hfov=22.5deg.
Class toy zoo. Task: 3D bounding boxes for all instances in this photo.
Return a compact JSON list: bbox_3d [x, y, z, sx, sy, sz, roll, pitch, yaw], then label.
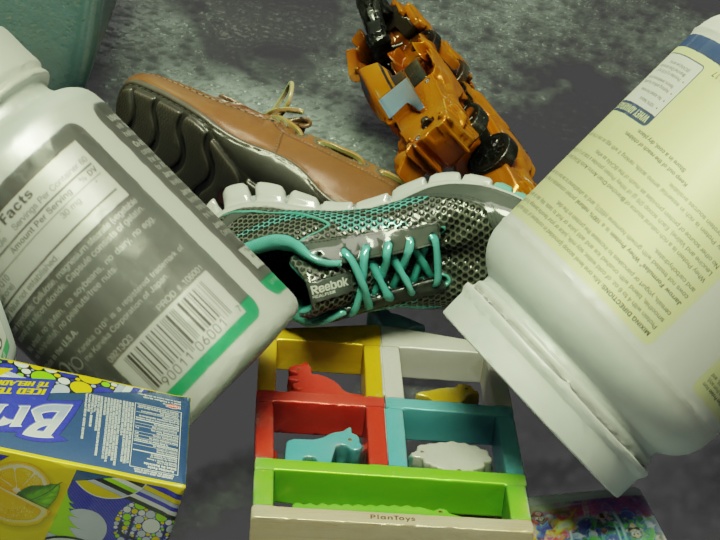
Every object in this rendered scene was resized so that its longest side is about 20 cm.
[{"bbox_3d":[0.012,0.075,0.899,0.130,0.021,0.201,4,27,-4],"label":"toy zoo"}]

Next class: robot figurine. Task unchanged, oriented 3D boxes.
[{"bbox_3d":[0.044,-0.094,1.077,0.145,0.058,0.200,43,13,-29],"label":"robot figurine"}]

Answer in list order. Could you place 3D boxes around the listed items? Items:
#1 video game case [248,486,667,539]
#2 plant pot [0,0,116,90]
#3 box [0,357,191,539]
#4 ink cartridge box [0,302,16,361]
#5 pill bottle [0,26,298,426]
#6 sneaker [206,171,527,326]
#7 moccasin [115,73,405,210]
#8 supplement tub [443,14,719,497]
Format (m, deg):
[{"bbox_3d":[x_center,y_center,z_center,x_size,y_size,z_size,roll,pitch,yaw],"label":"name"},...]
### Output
[{"bbox_3d":[0.064,0.174,0.800,0.198,0.024,0.183,-4,38,-15],"label":"video game case"},{"bbox_3d":[-0.227,-0.185,1.061,0.194,0.201,0.197,8,37,-1],"label":"plant pot"},{"bbox_3d":[-0.177,0.079,0.779,0.198,0.071,0.065,14,31,-11],"label":"box"},{"bbox_3d":[-0.250,-0.016,0.776,0.159,0.201,0.050,-5,42,6],"label":"ink cartridge box"},{"bbox_3d":[-0.135,-0.014,0.867,0.200,0.113,0.113,45,43,0],"label":"pill bottle"},{"bbox_3d":[0.000,0.000,0.945,0.198,0.078,0.091,-4,23,16],"label":"sneaker"},{"bbox_3d":[-0.049,-0.061,1.041,0.200,0.074,0.078,22,36,15],"label":"moccasin"},{"bbox_3d":[0.151,-0.006,0.864,0.200,0.145,0.145,-44,50,2],"label":"supplement tub"}]
